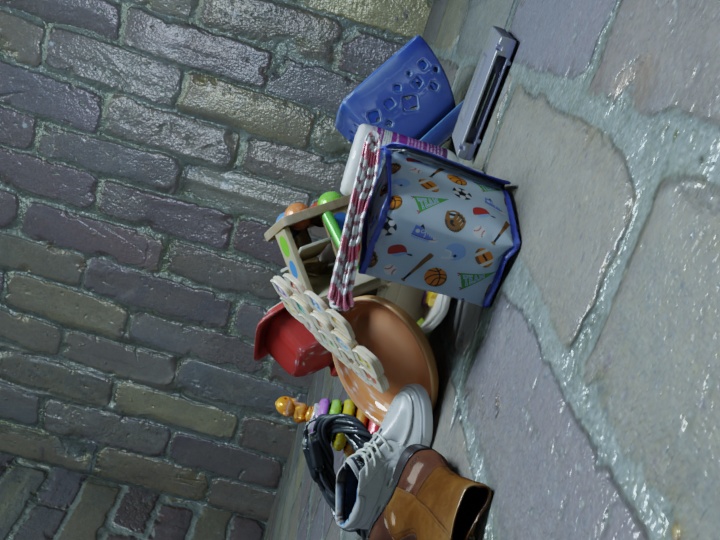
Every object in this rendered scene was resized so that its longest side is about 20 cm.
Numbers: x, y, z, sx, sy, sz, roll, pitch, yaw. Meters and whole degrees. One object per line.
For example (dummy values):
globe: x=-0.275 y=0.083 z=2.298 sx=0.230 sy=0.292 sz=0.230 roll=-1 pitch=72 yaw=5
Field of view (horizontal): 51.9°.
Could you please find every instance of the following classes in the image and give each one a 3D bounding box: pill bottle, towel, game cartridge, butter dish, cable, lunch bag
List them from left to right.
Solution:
butter dish: x=-0.070 y=0.117 z=1.278 sx=0.199 sy=0.148 sz=0.200 roll=-33 pitch=-16 yaw=-23
cable: x=-0.011 y=0.310 z=1.120 sx=0.163 sy=0.051 sz=0.201 roll=-18 pitch=88 yaw=43
towel: x=-0.005 y=-0.053 z=0.868 sx=0.146 sy=0.030 sz=0.201 roll=167 pitch=117 yaw=-87
pill bottle: x=0.078 y=-0.139 z=1.109 sx=0.112 sy=0.199 sz=0.113 roll=-164 pitch=90 yaw=-85
lunch bag: x=0.094 y=-0.075 z=0.907 sx=0.200 sy=0.169 sz=0.124 roll=-83 pitch=13 yaw=-54
game cartridge: x=0.201 y=-0.293 z=1.220 sx=0.130 sy=0.038 sz=0.201 roll=-75 pitch=4 yaw=-64

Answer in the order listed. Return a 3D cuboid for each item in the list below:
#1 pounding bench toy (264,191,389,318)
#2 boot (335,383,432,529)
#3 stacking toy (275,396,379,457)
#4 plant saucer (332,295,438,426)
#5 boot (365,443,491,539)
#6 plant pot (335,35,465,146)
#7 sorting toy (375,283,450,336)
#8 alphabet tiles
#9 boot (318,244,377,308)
pounding bench toy: x=-0.041 y=-0.033 z=1.056 sx=0.156 sy=0.124 sz=0.200 roll=69 pitch=159 yaw=1
boot: x=0.026 y=0.243 z=0.956 sx=0.073 sy=0.095 sz=0.201 roll=19 pitch=99 yaw=53
stacking toy: x=-0.044 y=0.248 z=1.207 sx=0.116 sy=0.199 sz=0.110 roll=-81 pitch=9 yaw=-63
plant saucer: x=0.037 y=0.128 z=1.038 sx=0.037 sy=0.200 sz=0.201 roll=-21 pitch=-35 yaw=-39
boot: x=0.071 y=0.289 z=0.765 sx=0.189 sy=0.068 sz=0.200 roll=-67 pitch=12 yaw=-4
plant pot: x=0.084 y=-0.293 z=1.415 sx=0.200 sy=0.180 sz=0.200 roll=-42 pitch=3 yaw=-6
sorting toy: x=0.091 y=0.030 z=1.075 sx=0.180 sy=0.106 sz=0.201 roll=160 pitch=126 yaw=-75
alphabet tiles: x=-0.042 y=0.085 z=0.989 sx=0.015 sy=0.200 sz=0.196 roll=-44 pitch=-29 yaw=-16
boot: x=0.000 y=0.000 z=1.212 sx=0.200 sy=0.146 sz=0.070 roll=-56 pitch=7 yaw=-30
